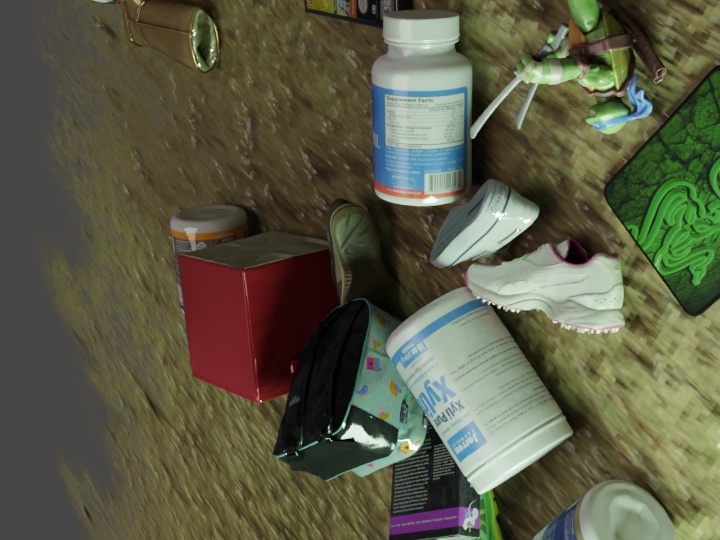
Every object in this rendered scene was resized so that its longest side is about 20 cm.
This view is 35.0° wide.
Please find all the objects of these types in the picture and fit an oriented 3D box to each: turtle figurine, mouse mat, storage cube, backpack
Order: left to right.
[{"bbox_3d":[-0.125,0.056,1.552,0.200,0.171,0.180,11,111,51],"label":"storage cube"},{"bbox_3d":[-0.003,0.143,1.388,0.176,0.153,0.201,-36,41,48],"label":"backpack"},{"bbox_3d":[0.175,-0.222,1.072,0.200,0.144,0.195,5,104,48],"label":"turtle figurine"},{"bbox_3d":[0.321,-0.069,1.055,0.161,0.008,0.200,58,142,20],"label":"mouse mat"}]

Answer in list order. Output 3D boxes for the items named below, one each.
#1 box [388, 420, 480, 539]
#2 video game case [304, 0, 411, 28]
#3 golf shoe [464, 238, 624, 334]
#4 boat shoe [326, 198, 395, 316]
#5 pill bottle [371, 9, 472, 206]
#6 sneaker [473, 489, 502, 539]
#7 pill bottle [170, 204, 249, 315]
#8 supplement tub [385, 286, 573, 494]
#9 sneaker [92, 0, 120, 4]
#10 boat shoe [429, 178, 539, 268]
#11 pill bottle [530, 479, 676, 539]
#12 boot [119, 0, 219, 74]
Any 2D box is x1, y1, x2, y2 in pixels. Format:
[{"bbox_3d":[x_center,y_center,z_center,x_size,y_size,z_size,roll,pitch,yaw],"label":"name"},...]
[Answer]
[{"bbox_3d":[0.092,0.226,1.377,0.143,0.036,0.201,-25,57,53],"label":"box"},{"bbox_3d":[-0.006,-0.394,1.339,0.181,0.025,0.201,24,123,46],"label":"video game case"},{"bbox_3d":[0.196,0.005,1.205,0.200,0.075,0.092,16,105,43],"label":"golf shoe"},{"bbox_3d":[-0.001,0.000,1.460,0.066,0.072,0.201,-114,10,-62],"label":"boat shoe"},{"bbox_3d":[0.068,-0.181,1.254,0.112,0.112,0.201,21,118,47],"label":"pill bottle"},{"bbox_3d":[0.122,0.307,1.392,0.074,0.083,0.201,-42,61,52],"label":"sneaker"},{"bbox_3d":[-0.217,0.010,1.700,0.116,0.116,0.201,17,117,49],"label":"pill bottle"},{"bbox_3d":[0.130,0.131,1.272,0.200,0.132,0.132,57,141,16],"label":"supplement tub"},{"bbox_3d":[-0.423,-0.504,1.804,0.200,0.076,0.092,52,135,24],"label":"sneaker"},{"bbox_3d":[0.133,-0.037,1.257,0.200,0.067,0.074,138,155,-72],"label":"boat shoe"},{"bbox_3d":[0.239,0.317,1.226,0.111,0.111,0.200,57,141,21],"label":"pill bottle"},{"bbox_3d":[-0.286,-0.392,1.677,0.200,0.066,0.176,27,136,46],"label":"boot"}]
